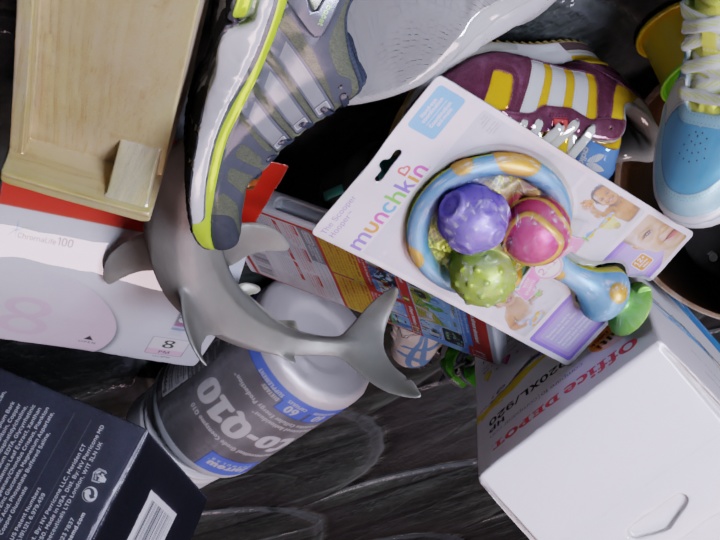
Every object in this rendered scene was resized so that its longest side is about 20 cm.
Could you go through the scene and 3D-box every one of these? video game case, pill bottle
[{"bbox_3d":[0.000,0.000,0.837,0.200,0.017,0.143,21,162,17],"label":"video game case"},{"bbox_3d":[-0.096,0.098,1.014,0.114,0.114,0.200,10,144,-45],"label":"pill bottle"}]

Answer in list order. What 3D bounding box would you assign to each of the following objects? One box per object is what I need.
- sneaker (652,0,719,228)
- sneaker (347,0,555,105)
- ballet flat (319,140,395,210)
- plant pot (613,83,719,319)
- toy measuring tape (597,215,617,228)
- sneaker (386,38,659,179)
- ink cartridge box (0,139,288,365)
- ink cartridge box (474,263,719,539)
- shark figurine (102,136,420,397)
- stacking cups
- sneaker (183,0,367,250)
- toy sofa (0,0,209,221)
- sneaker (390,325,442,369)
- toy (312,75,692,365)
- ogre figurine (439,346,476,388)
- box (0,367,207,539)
[{"bbox_3d":[0.193,-0.132,0.687,0.079,0.200,0.131,16,170,39],"label":"sneaker"},{"bbox_3d":[0.055,-0.143,0.675,0.200,0.075,0.088,-24,173,19],"label":"sneaker"},{"bbox_3d":[0.047,-0.056,0.846,0.068,0.068,0.200,-18,166,39],"label":"ballet flat"},{"bbox_3d":[0.283,-0.048,0.917,0.187,0.187,0.200,-22,170,10],"label":"plant pot"},{"bbox_3d":[0.109,-0.003,0.823,0.073,0.074,0.200,-13,166,-9],"label":"toy measuring tape"},{"bbox_3d":[0.105,-0.084,0.737,0.200,0.090,0.075,-20,146,-41],"label":"sneaker"},{"bbox_3d":[-0.153,-0.010,0.786,0.162,0.057,0.200,11,151,-20],"label":"ink cartridge box"},{"bbox_3d":[0.175,0.101,0.845,0.147,0.145,0.200,-40,-168,16],"label":"ink cartridge box"},{"bbox_3d":[-0.072,0.029,0.757,0.128,0.090,0.214,-34,124,23],"label":"shark figurine"},{"bbox_3d":[0.235,-0.071,0.773,0.060,0.200,0.061,-16,157,-7],"label":"stacking cups"},{"bbox_3d":[-0.042,-0.089,0.634,0.081,0.074,0.200,9,128,-16],"label":"sneaker"},{"bbox_3d":[-0.119,-0.120,0.603,0.083,0.098,0.200,15,148,-8],"label":"toy sofa"},{"bbox_3d":[0.046,0.025,1.025,0.072,0.072,0.200,15,155,-3],"label":"sneaker"},{"bbox_3d":[0.088,-0.011,0.700,0.200,0.047,0.115,25,117,-31],"label":"toy"},{"bbox_3d":[0.134,0.041,1.044,0.098,0.200,0.120,35,151,-13],"label":"ogre figurine"},{"bbox_3d":[-0.242,0.159,0.930,0.200,0.118,0.197,20,160,14],"label":"box"}]
